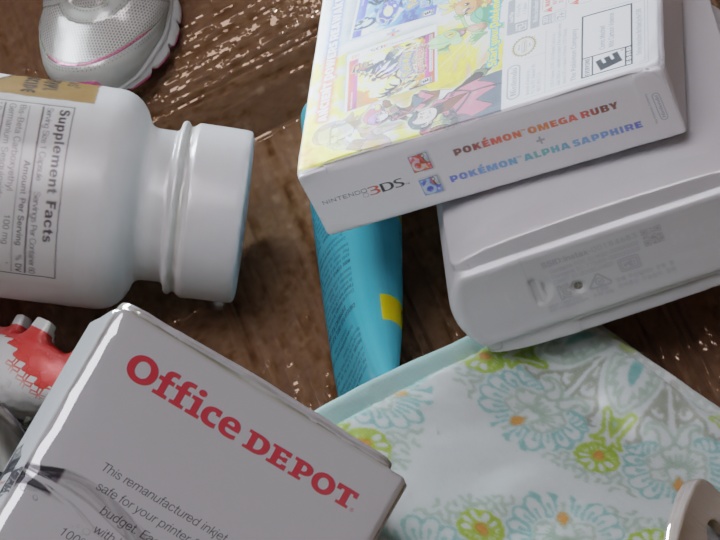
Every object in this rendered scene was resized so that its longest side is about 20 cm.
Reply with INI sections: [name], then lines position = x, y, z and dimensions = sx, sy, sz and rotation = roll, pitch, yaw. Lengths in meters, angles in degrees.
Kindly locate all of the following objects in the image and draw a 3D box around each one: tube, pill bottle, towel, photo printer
[tube]
position = 0.000, 0.000, 1.450
dimensions = 0.050, 0.078, 0.201
rotation = 1, 56, -8
[pill bottle]
position = -0.158, -0.040, 1.475
dimensions = 0.199, 0.114, 0.115
rotation = 7, 62, -1
[towel]
position = 0.081, 0.098, 1.321
dimensions = 0.200, 0.048, 0.171
rotation = -26, 49, -35
[photo printer]
position = 0.115, -0.059, 1.405
dimensions = 0.166, 0.070, 0.200
rotation = -18, 34, 10

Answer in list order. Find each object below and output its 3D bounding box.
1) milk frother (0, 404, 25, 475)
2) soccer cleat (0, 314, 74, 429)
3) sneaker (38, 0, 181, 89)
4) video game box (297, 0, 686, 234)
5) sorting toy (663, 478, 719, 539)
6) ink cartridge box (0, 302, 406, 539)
[milk frother]
position = -0.184, 0.184, 1.381
dimensions = 0.201, 0.180, 0.188
rotation = -67, 19, 11
[soccer cleat]
position = -0.200, 0.061, 1.493
dimensions = 0.199, 0.069, 0.085
rotation = 19, 78, 32
[sneaker]
position = -0.146, -0.188, 1.596
dimensions = 0.081, 0.088, 0.201
rotation = -7, 60, 17
[video game box]
position = 0.066, -0.112, 1.405
dimensions = 0.181, 0.047, 0.200
rotation = -14, 34, 15
[sorting toy]
position = 0.191, 0.178, 1.237
dimensions = 0.199, 0.107, 0.181
rotation = 17, 52, -14
[ink cartridge box]
position = -0.095, 0.136, 1.213
dimensions = 0.145, 0.083, 0.200
rotation = 32, 78, -8
